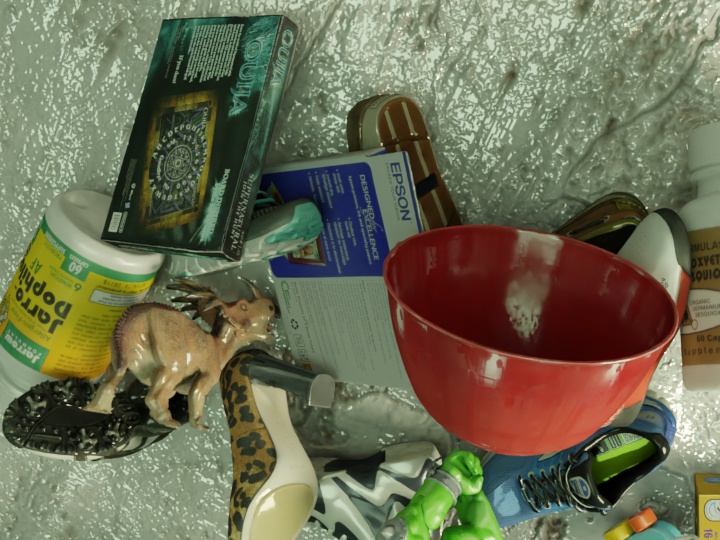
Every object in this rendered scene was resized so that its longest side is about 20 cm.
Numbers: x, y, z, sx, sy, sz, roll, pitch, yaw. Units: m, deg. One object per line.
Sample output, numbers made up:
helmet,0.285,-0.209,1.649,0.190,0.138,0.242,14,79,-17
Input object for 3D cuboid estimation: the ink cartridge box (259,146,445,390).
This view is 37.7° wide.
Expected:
ink cartridge box,0.000,0.000,0.875,0.200,0.047,0.198,-1,107,45

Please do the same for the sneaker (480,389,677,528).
sneaker,0.178,0.171,0.910,0.200,0.089,0.079,-32,96,18

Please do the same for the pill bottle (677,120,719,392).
pill bottle,0.298,-0.009,0.796,0.114,0.114,0.200,-2,83,13

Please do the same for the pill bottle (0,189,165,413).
pill bottle,-0.267,0.037,0.957,0.113,0.113,0.200,33,110,2

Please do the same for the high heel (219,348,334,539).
high heel,-0.102,0.172,0.939,0.142,0.071,0.200,10,78,48

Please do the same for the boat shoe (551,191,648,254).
boat shoe,0.155,0.011,0.880,0.072,0.068,0.200,42,111,-3

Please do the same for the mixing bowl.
mixing bowl,0.107,0.056,0.731,0.200,0.200,0.109,12,116,9

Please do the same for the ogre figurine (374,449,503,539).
ogre figurine,0.065,0.264,0.895,0.098,0.120,0.200,30,121,41

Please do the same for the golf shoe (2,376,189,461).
golf shoe,-0.239,0.144,0.944,0.094,0.200,0.078,-41,65,31

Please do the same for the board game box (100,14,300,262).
board game box,-0.131,-0.110,0.858,0.135,0.028,0.200,7,79,33

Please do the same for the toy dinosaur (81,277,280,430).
toy dinosaur,-0.158,0.059,0.876,0.086,0.200,0.136,7,83,26

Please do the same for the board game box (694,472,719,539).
board game box,0.395,0.253,0.911,0.200,0.040,0.153,-3,105,13

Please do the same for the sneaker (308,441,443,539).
sneaker,-0.011,0.239,0.976,0.199,0.079,0.130,-12,94,5

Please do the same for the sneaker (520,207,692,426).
sneaker,0.179,0.044,0.817,0.108,0.067,0.202,-1,126,-13

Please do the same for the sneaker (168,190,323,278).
sneaker,-0.111,-0.048,0.885,0.200,0.078,0.091,-10,94,48

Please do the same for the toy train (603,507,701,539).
toy train,0.273,0.303,0.927,0.150,0.056,0.200,20,113,36

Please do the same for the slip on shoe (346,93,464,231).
slip on shoe,0.035,-0.051,0.897,0.061,0.076,0.200,7,122,52
